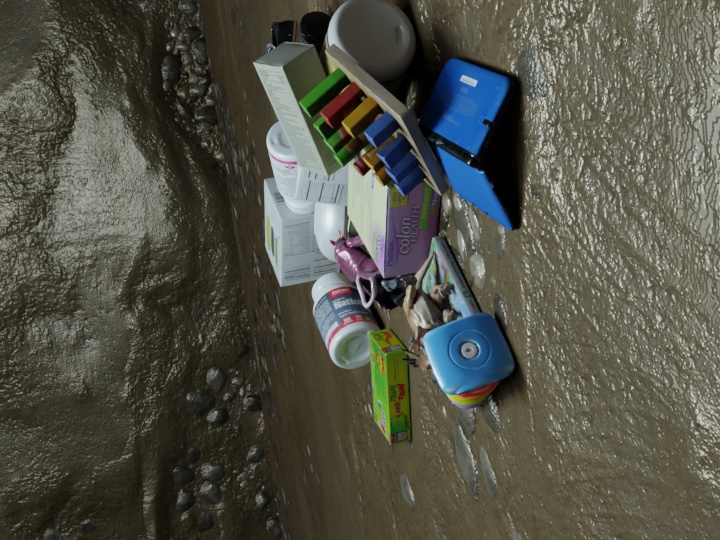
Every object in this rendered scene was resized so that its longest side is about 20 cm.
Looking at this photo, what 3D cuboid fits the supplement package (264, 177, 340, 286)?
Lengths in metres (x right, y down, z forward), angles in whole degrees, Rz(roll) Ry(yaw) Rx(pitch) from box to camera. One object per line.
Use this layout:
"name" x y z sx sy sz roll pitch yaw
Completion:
"supplement package" -0.134 -0.098 2.134 0.153 0.148 0.203 -117 22 -43

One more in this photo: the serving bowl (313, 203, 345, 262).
"serving bowl" -0.062 -0.120 1.910 0.200 0.064 0.205 -176 90 -88

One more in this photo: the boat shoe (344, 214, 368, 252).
"boat shoe" -0.002 -0.073 1.824 0.063 0.072 0.204 51 153 44

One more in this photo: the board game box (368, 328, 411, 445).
"board game box" 0.059 0.231 1.849 0.102 0.047 0.204 -133 36 -62

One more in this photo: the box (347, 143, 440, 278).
"box" 0.052 -0.123 1.562 0.201 0.095 0.179 -118 24 -49

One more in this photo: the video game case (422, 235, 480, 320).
"video game case" 0.142 0.078 1.506 0.202 0.022 0.184 98 156 -49

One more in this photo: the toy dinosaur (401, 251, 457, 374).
"toy dinosaur" 0.101 0.080 1.474 0.136 0.084 0.204 103 158 -71

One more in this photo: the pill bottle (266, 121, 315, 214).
"pill bottle" -0.129 -0.217 1.953 0.201 0.111 0.115 82 169 -56

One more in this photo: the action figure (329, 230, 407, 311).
"action figure" 0.000 0.000 1.723 0.199 0.148 0.136 39 130 29

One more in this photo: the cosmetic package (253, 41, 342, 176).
"cosmetic package" -0.089 -0.264 1.518 0.103 0.073 0.202 25 144 52

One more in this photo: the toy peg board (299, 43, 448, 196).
"toy peg board" 0.013 -0.196 1.376 0.199 0.098 0.200 48 178 35

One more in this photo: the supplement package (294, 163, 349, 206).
"supplement package" -0.057 -0.251 1.741 0.157 0.108 0.204 109 166 -60

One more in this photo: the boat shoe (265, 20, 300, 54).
"boat shoe" -0.149 -0.391 1.731 0.075 0.061 0.203 111 164 -55

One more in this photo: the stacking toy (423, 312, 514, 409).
"stacking toy" 0.159 0.164 1.390 0.201 0.114 0.111 84 166 -59

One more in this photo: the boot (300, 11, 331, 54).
"boot" -0.080 -0.399 1.884 0.158 0.078 0.215 111 145 -62

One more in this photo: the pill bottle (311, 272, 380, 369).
"pill bottle" -0.036 0.100 1.971 0.201 0.117 0.121 -119 24 -47

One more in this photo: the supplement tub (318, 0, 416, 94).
"supplement tub" 0.001 -0.335 1.520 0.200 0.143 0.148 124 133 -68

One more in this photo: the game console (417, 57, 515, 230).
"game console" 0.166 -0.178 1.270 0.173 0.117 0.200 -64 26 11
